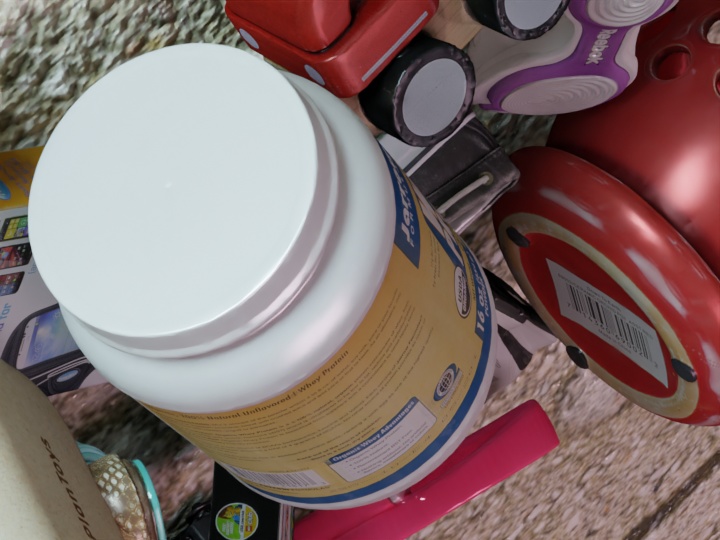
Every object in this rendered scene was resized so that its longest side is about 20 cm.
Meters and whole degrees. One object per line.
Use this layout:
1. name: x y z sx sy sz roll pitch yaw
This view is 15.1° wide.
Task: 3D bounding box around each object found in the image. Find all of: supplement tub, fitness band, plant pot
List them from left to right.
1. supplement tub: -0.037 0.005 1.115 0.145 0.145 0.200 -46 150 -1
2. fitness band: 0.016 0.126 1.454 0.200 0.038 0.144 -32 175 32
3. plant pot: 0.180 -0.037 1.378 0.182 0.200 0.201 -42 152 -18

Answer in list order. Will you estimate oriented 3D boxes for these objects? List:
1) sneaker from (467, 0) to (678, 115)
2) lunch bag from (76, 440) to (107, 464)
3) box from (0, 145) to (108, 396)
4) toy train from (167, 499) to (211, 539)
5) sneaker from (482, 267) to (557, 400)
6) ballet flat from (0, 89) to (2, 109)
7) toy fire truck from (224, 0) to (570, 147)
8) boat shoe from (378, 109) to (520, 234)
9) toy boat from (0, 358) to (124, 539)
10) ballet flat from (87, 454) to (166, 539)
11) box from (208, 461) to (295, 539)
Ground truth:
1. sneaker: 0.101 -0.139 1.276 0.075 0.100 0.200 2 157 -19
2. lunch bag: -0.159 0.177 1.262 0.160 0.077 0.200 -46 137 -25
3. box: -0.134 0.001 1.171 0.200 0.041 0.119 -10 135 -46
4. toy train: -0.124 0.162 1.402 0.200 0.034 0.046 -24 157 -39
5. sneaker: 0.031 0.048 1.423 0.115 0.076 0.200 -51 155 4
6. ballet flat: -0.203 -0.004 1.044 0.200 0.069 0.069 -54 152 12
7. toy fire truck: 0.019 -0.169 1.102 0.176 0.129 0.200 -46 134 -12
8. boat shoe: 0.000 0.000 1.287 0.200 0.071 0.072 -48 173 -13
9. toy boat: -0.163 0.128 1.060 0.131 0.200 0.131 -35 149 7
10. ballet flat: -0.111 0.169 1.215 0.065 0.071 0.201 -17 122 -12
11. box: -0.052 0.130 1.310 0.035 0.200 0.110 1 143 1
